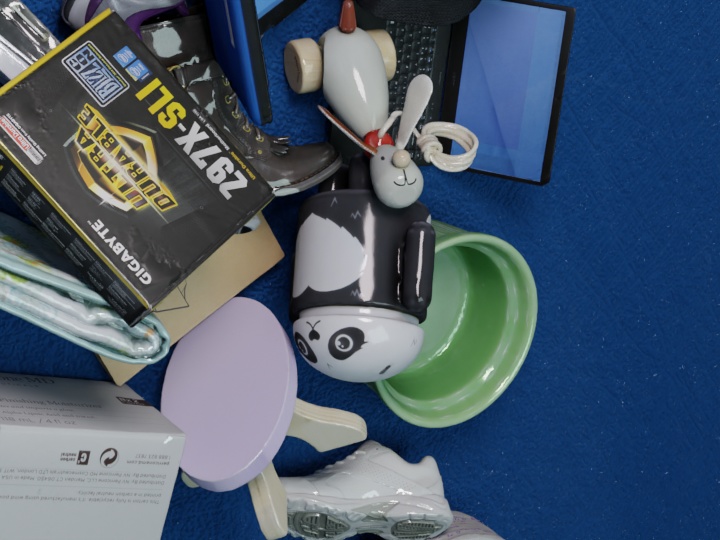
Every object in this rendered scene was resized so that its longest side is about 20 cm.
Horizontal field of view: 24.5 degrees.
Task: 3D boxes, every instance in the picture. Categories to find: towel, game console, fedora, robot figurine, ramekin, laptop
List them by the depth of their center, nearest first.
[{"bbox_3d":[-0.257,0.001,1.325,0.200,0.171,0.048,28,97,-26],"label":"towel"},{"bbox_3d":[-0.070,-0.249,1.325,0.118,0.171,0.200,-19,134,-12],"label":"game console"},{"bbox_3d":[0.059,-0.275,1.476,0.200,0.201,0.092,-15,137,-30],"label":"fedora"},{"bbox_3d":[0.000,0.000,1.488,0.124,0.150,0.201,4,78,-2],"label":"robot figurine"},{"bbox_3d":[0.083,-0.171,1.561,0.199,0.103,0.178,-5,110,-34],"label":"laptop"},{"bbox_3d":[0.069,0.046,1.640,0.199,0.098,0.201,-14,116,-30],"label":"ramekin"}]

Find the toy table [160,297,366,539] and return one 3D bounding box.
[{"bbox_3d":[-0.099,0.137,1.514,0.117,0.183,0.201,59,31,-44],"label":"toy table"}]

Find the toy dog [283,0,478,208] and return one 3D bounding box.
[{"bbox_3d":[0.010,-0.158,1.451,0.132,0.200,0.096,-33,152,-28],"label":"toy dog"}]

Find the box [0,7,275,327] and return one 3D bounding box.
[{"bbox_3d":[-0.186,-0.082,1.282,0.200,0.049,0.160,49,53,-5],"label":"box"}]

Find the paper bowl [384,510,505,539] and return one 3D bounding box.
[{"bbox_3d":[0.073,0.352,1.762,0.200,0.104,0.201,-14,117,-30],"label":"paper bowl"}]

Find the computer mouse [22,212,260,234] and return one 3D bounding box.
[{"bbox_3d":[-0.182,-0.059,1.372,0.199,0.110,0.044,3,82,-9],"label":"computer mouse"}]

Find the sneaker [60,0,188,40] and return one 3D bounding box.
[{"bbox_3d":[-0.156,-0.263,1.353,0.087,0.074,0.200,36,104,-19],"label":"sneaker"}]

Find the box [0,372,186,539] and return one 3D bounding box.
[{"bbox_3d":[-0.283,0.204,1.433,0.198,0.131,0.201,7,103,-37],"label":"box"}]

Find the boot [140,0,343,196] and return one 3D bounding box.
[{"bbox_3d":[-0.115,-0.148,1.433,0.199,0.069,0.175,-12,101,-22],"label":"boot"}]

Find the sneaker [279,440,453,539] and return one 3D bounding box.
[{"bbox_3d":[-0.008,0.219,1.679,0.199,0.100,0.078,6,143,-17],"label":"sneaker"}]

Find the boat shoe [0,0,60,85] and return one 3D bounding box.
[{"bbox_3d":[-0.234,-0.155,1.346,0.200,0.072,0.071,39,81,-26],"label":"boat shoe"}]

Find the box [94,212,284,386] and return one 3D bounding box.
[{"bbox_3d":[-0.178,-0.016,1.487,0.200,0.021,0.164,-39,124,-17],"label":"box"}]
